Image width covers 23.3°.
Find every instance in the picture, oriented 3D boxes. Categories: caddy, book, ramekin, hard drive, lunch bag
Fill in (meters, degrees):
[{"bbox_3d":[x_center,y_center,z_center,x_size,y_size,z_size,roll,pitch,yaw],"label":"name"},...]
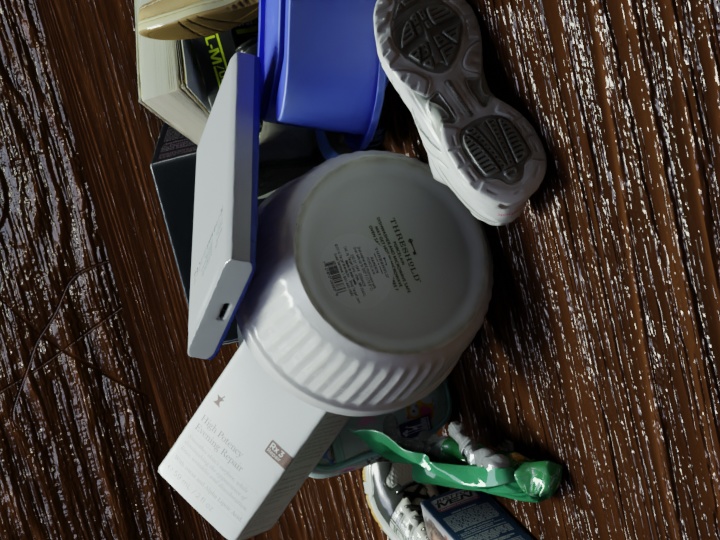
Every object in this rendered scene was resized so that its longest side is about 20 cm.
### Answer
[{"bbox_3d":[-0.018,-0.194,1.353,0.141,0.104,0.202,-159,70,-74],"label":"caddy"},{"bbox_3d":[-0.163,-0.224,1.613,0.134,0.048,0.201,43,-144,-63],"label":"book"},{"bbox_3d":[0.008,0.004,1.340,0.201,0.199,0.105,69,156,10],"label":"ramekin"},{"bbox_3d":[-0.105,-0.051,1.353,0.132,0.025,0.201,118,156,-50],"label":"hard drive"},{"bbox_3d":[-0.015,0.083,1.565,0.077,0.159,0.201,128,123,-72],"label":"lunch bag"}]

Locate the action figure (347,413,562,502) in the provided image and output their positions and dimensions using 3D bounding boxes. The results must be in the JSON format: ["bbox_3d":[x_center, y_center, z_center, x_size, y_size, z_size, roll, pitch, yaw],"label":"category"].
[{"bbox_3d":[0.093,0.156,1.415,0.199,0.118,0.055,8,77,53],"label":"action figure"}]

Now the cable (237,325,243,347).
[{"bbox_3d":[-0.046,0.046,1.660,0.051,0.162,0.201,-15,79,53],"label":"cable"}]

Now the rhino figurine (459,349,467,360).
[{"bbox_3d":[0.027,-0.003,1.444,0.060,0.087,0.201,-34,79,54],"label":"rhino figurine"}]

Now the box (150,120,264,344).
[{"bbox_3d":[-0.127,-0.056,1.782,0.197,0.123,0.201,-91,-12,-71],"label":"box"}]

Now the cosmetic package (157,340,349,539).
[{"bbox_3d":[-0.074,0.122,1.483,0.102,0.074,0.201,39,109,18],"label":"cosmetic package"}]

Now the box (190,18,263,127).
[{"bbox_3d":[-0.115,-0.228,1.623,0.200,0.047,0.194,-38,-65,-76],"label":"box"}]

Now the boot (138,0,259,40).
[{"bbox_3d":[-0.117,-0.293,1.477,0.073,0.199,0.156,-5,-105,-66],"label":"boot"}]

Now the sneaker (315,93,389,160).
[{"bbox_3d":[-0.024,-0.186,1.484,0.201,0.070,0.078,66,150,20],"label":"sneaker"}]

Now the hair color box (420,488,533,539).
[{"bbox_3d":[0.121,0.271,1.488,0.200,0.060,0.101,-138,34,-63],"label":"hair color box"}]

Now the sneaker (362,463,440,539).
[{"bbox_3d":[0.069,0.247,1.661,0.088,0.075,0.201,-22,88,58],"label":"sneaker"}]

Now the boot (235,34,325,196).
[{"bbox_3d":[-0.079,-0.140,1.513,0.131,0.067,0.200,63,-151,-1],"label":"boot"}]

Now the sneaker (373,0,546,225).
[{"bbox_3d":[0.060,-0.114,1.241,0.100,0.077,0.201,98,152,-65],"label":"sneaker"}]

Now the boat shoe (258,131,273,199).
[{"bbox_3d":[-0.080,-0.098,1.597,0.201,0.072,0.061,-11,-88,-62],"label":"boat shoe"}]
